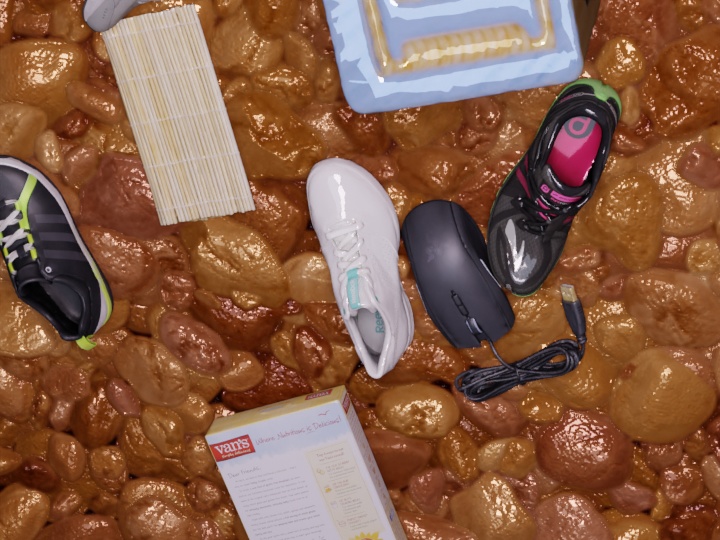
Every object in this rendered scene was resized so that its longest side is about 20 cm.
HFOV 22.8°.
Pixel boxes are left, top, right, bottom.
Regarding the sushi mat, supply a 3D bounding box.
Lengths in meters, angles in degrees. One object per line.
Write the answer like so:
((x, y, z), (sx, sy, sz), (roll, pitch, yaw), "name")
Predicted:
((-0.165, -0.137, 1.607), (0.095, 0.012, 0.201), (-11, 110, 15), "sushi mat")

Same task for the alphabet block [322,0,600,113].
((0.077, -0.255, 1.405), (0.194, 0.200, 0.198), (-6, 111, 13), "alphabet block")

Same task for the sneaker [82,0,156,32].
((-0.152, -0.257, 1.523), (0.200, 0.076, 0.092), (-38, 105, 24), "sneaker")

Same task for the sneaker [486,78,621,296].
((0.159, -0.069, 1.524), (0.076, 0.084, 0.201), (21, 110, 3), "sneaker")

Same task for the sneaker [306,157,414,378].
((0.000, 0.000, 1.589), (0.075, 0.089, 0.201), (-13, 109, 18), "sneaker")

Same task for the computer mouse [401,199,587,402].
((0.122, 0.025, 1.597), (0.140, 0.046, 0.201), (-15, 109, 18), "computer mouse")

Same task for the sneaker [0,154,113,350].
((-0.296, -0.017, 1.645), (0.071, 0.083, 0.200), (-32, 103, 21), "sneaker")

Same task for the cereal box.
((-0.047, 0.219, 1.717), (0.143, 0.040, 0.201), (-15, 108, 17), "cereal box")
